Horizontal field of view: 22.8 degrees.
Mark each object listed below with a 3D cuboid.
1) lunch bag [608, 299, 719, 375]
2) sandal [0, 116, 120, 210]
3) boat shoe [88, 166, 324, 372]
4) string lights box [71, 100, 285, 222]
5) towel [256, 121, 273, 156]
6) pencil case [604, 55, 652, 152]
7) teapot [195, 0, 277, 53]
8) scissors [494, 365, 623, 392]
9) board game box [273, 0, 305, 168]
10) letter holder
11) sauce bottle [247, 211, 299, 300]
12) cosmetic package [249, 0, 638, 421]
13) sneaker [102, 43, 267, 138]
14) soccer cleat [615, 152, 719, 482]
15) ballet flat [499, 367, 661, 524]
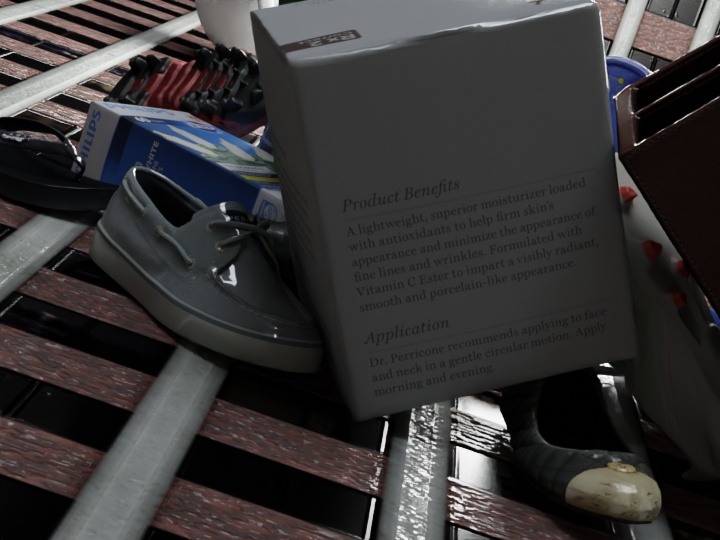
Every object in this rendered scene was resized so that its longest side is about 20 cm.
[{"bbox_3d":[0.227,0.031,1.138,0.169,0.124,0.200,23,3,16],"label":"lunch bag"},{"bbox_3d":[-0.245,-0.085,1.181,0.199,0.043,0.076,22,13,14],"label":"sandal"},{"bbox_3d":[-0.086,-0.006,1.012,0.070,0.072,0.201,7,18,-43],"label":"boat shoe"},{"bbox_3d":[-0.095,-0.054,1.234,0.200,0.059,0.103,28,16,35],"label":"string lights box"},{"bbox_3d":[0.025,-0.088,1.249,0.200,0.166,0.086,37,58,10],"label":"towel"},{"bbox_3d":[0.179,-0.081,1.196,0.087,0.078,0.200,56,8,15],"label":"pencil case"},{"bbox_3d":[-0.092,-0.286,2.068,0.200,0.147,0.197,-21,10,-39],"label":"teapot"},{"bbox_3d":[0.107,0.056,1.171,0.073,0.014,0.200,27,15,30],"label":"scissors"},{"bbox_3d":[0.034,-0.095,1.146,0.199,0.135,0.029,22,38,25],"label":"board game box"},{"bbox_3d":[0.244,-0.031,0.933,0.200,0.142,0.101,55,19,-16],"label":"letter holder"},{"bbox_3d":[0.000,0.000,1.139,0.199,0.065,0.065,11,15,-27],"label":"sauce bottle"},{"bbox_3d":[0.042,-0.051,0.986,0.164,0.201,0.165,-12,18,-8],"label":"cosmetic package"},{"bbox_3d":[-0.114,-0.121,1.387,0.200,0.071,0.098,3,-36,51],"label":"sneaker"},{"bbox_3d":[0.171,0.031,1.018,0.077,0.201,0.069,-28,-1,43],"label":"soccer cleat"},{"bbox_3d":[0.115,0.085,0.957,0.066,0.057,0.200,15,13,-13],"label":"ballet flat"}]
